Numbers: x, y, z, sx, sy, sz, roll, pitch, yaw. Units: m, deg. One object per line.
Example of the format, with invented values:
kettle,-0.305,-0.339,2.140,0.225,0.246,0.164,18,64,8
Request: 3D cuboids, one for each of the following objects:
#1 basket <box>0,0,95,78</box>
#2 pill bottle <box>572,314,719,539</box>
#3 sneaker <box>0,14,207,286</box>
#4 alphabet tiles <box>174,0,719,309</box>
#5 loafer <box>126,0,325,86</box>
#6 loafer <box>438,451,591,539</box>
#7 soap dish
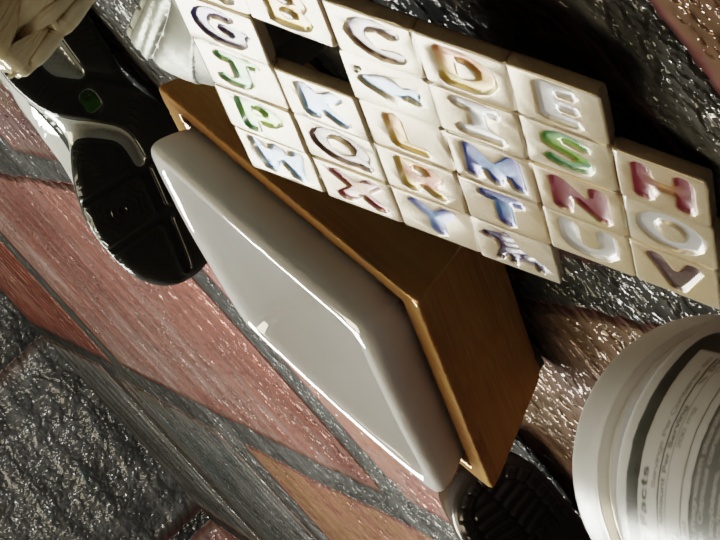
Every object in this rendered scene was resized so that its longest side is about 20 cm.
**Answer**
basket,-0.159,-0.168,0.948,0.123,0.136,0.200,42,173,-30
pill bottle,0.144,0.068,0.725,0.114,0.114,0.200,49,169,-14
sneaker,-0.152,-0.089,1.427,0.201,0.076,0.115,59,174,-21
alphabet tiles,0.031,-0.043,0.861,0.200,0.008,0.167,22,161,20
loafer,-0.037,-0.109,0.913,0.070,0.070,0.200,29,169,-5
loafer,0.105,0.161,1.355,0.200,0.073,0.071,58,175,-29
soap dish,0.000,0.000,1.103,0.157,0.081,0.200,40,167,27
